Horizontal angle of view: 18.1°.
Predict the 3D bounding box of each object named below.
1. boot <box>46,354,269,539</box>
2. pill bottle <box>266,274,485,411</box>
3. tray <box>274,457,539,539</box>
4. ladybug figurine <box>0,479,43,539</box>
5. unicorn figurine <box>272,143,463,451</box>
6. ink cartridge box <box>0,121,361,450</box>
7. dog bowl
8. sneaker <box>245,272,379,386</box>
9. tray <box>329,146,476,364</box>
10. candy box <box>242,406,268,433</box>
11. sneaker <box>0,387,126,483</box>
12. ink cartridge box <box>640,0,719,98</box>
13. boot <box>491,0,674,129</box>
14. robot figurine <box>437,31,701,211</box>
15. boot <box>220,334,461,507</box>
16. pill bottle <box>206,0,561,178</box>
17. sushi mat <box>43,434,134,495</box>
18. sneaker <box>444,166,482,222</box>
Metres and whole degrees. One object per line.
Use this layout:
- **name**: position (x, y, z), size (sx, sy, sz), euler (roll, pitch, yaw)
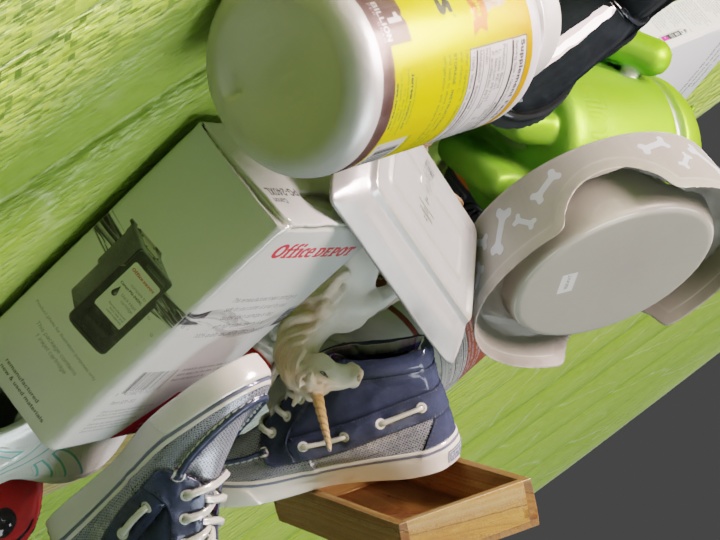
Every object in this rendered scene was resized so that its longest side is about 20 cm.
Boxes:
- **boot**: position (-0.102, 0.137, 1.356), size (0.200, 0.090, 0.073), euler (-44, 166, 35)
- **pill bottle**: position (0.019, 0.053, 1.645), size (0.200, 0.112, 0.112), euler (-38, 170, -48)
- **tray**: position (0.026, 0.155, 1.518), size (0.099, 0.037, 0.200), euler (-16, -168, -24)
- **ladybug figurine**: position (-0.275, 0.175, 1.449), size (0.200, 0.072, 0.136), euler (-42, 165, 14)
- **unicorn figurine**: position (0.000, 0.000, 1.459), size (0.137, 0.200, 0.074), euler (-14, -169, -36)
- **ink cartridge box**: position (-0.104, 0.007, 1.323), size (0.200, 0.083, 0.145), euler (-43, 166, 18)
- **dog bowl**: position (0.157, -0.015, 1.479), size (0.200, 0.059, 0.200), euler (-17, 150, -11)
- **sneaker**: position (-0.058, 0.044, 1.508), size (0.200, 0.070, 0.093), euler (-39, -157, 12)
- **tray**: position (0.032, -0.035, 1.360), size (0.022, 0.107, 0.200), euler (-8, 147, 20)
- **candy box**: position (-0.028, 0.066, 1.808), size (0.200, 0.026, 0.102), euler (-31, 161, -29)
- **sneaker**: position (-0.199, 0.090, 1.380), size (0.200, 0.070, 0.080), euler (-18, 153, -52)
- **ink cartridge box**: position (0.222, -0.140, 1.757), size (0.200, 0.043, 0.196), euler (-22, 158, -44)
- **boot**: position (0.155, -0.181, 1.382), size (0.200, 0.076, 0.168), euler (-33, 170, -47)
- **robot figurine**: position (0.150, -0.083, 1.542), size (0.200, 0.116, 0.176), euler (2, 115, -40)
- **boot**: position (-0.037, 0.098, 1.524), size (0.200, 0.090, 0.073), euler (-11, -160, 9)
- **pill bottle**: position (0.020, -0.119, 1.187), size (0.200, 0.109, 0.109), euler (-21, 158, -50)
- **sushi mat**: position (-0.198, 0.128, 1.611), size (0.200, 0.012, 0.096), euler (-20, 159, -49)
- **sneaker**: position (0.142, -0.053, 1.682), size (0.200, 0.092, 0.076), euler (32, 150, -34)
